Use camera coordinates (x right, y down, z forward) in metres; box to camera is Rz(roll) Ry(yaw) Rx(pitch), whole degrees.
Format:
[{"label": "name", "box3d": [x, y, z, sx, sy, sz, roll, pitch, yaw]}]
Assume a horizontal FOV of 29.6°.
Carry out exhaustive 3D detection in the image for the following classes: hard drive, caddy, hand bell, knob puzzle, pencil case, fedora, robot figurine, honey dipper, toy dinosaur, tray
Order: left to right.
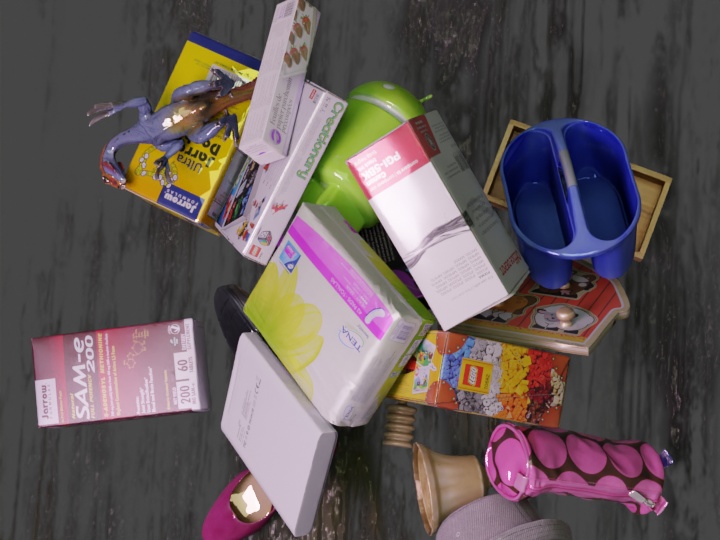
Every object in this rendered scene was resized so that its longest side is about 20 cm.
[{"label": "toy dinosaur", "box3d": [-0.208, -0.152, 1.526, 0.180, 0.199, 0.106, -15, 95, 41]}, {"label": "hard drive", "box3d": [-0.093, 0.176, 1.496, 0.026, 0.200, 0.133, -1, 119, -31]}, {"label": "robot figurine", "box3d": [0.004, -0.131, 1.563, 0.174, 0.116, 0.201, 16, 63, 45]}, {"label": "honey dipper", "box3d": [0.055, 0.104, 1.584, 0.037, 0.038, 0.203, 6, 80, 7]}, {"label": "fedora", "box3d": [0.139, 0.314, 1.492, 0.175, 0.201, 0.091, -5, 47, -32]}, {"label": "hand bell", "box3d": [0.165, 0.230, 1.540, 0.197, 0.104, 0.106, -9, 82, -7]}, {"label": "knob puzzle", "box3d": [0.203, 0.023, 1.503, 0.217, 0.220, 0.031, -4, 115, 6]}, {"label": "caddy", "box3d": [0.227, -0.078, 1.476, 0.139, 0.106, 0.202, -10, 50, 3]}, {"label": "tray", "box3d": [0.249, -0.093, 1.580, 0.198, 0.037, 0.100, 21, 86, 10]}, {"label": "pencil case", "box3d": [0.235, 0.218, 1.471, 0.198, 0.094, 0.091, 9, 128, -24]}]

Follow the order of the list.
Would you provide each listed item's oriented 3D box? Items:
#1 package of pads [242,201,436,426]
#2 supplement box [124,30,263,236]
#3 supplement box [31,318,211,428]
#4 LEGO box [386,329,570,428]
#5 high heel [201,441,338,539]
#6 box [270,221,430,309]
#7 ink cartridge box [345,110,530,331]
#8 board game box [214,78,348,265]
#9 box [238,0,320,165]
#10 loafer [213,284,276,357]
[{"label": "package of pads", "box3d": [-0.029, 0.049, 1.447, 0.200, 0.068, 0.155, 48, 117, 35]}, {"label": "supplement box", "box3d": [-0.181, -0.159, 1.602, 0.109, 0.109, 0.202, 24, 87, 11]}, {"label": "supplement box", "box3d": [-0.282, 0.122, 1.607, 0.197, 0.061, 0.110, -8, 83, 7]}, {"label": "LEGO box", "box3d": [0.110, 0.113, 1.468, 0.147, 0.200, 0.078, 13, 85, -21]}, {"label": "high heel", "box3d": [-0.110, 0.244, 1.552, 0.200, 0.096, 0.068, -43, 80, 0]}, {"label": "box", "box3d": [0.000, 0.000, 1.572, 0.198, 0.036, 0.144, -18, 55, 6]}, {"label": "ink cartridge box", "box3d": [0.082, -0.054, 1.400, 0.082, 0.147, 0.201, -30, 91, 18]}, {"label": "board game box", "box3d": [-0.092, -0.117, 1.527, 0.034, 0.126, 0.202, 24, 97, -26]}, {"label": "box", "box3d": [-0.088, -0.213, 1.511, 0.041, 0.039, 0.202, -16, 52, 40]}, {"label": "loafer", "box3d": [-0.095, 0.090, 1.594, 0.072, 0.073, 0.200, -29, 71, -35]}]
